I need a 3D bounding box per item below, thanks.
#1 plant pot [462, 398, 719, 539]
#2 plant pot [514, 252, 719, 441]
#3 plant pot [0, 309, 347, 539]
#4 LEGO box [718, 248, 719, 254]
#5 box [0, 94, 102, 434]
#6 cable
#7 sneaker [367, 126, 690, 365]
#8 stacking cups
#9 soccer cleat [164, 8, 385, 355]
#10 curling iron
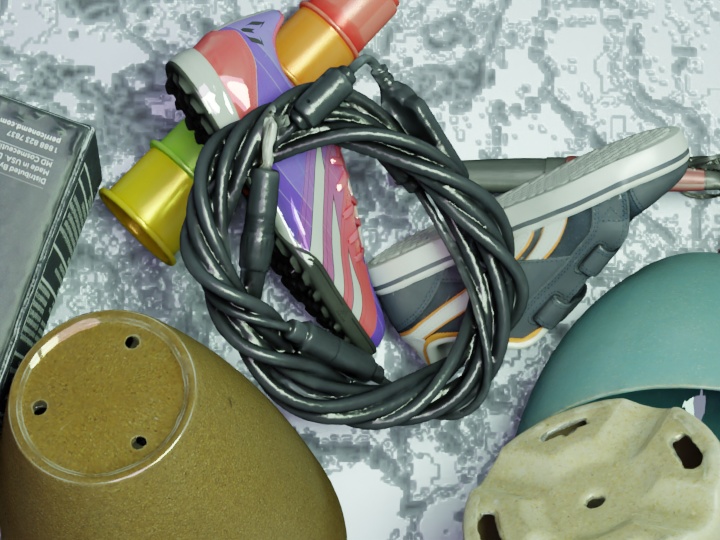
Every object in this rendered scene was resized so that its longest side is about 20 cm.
[{"bbox_3d":[0.140,0.173,1.110,0.199,0.201,0.184,-28,123,-7],"label":"plant pot"},{"bbox_3d":[0.185,0.071,1.212,0.198,0.201,0.136,14,50,-3],"label":"plant pot"},{"bbox_3d":[-0.111,0.107,1.131,0.184,0.201,0.188,-4,59,7],"label":"plant pot"},{"bbox_3d":[0.314,-0.058,1.273,0.148,0.077,0.201,28,84,-2],"label":"LEGO box"},{"bbox_3d":[-0.223,0.011,1.159,0.122,0.200,0.200,19,83,-4],"label":"box"},{"bbox_3d":[0.000,0.000,1.163,0.163,0.051,0.201,-36,104,-21],"label":"cable"},{"bbox_3d":[0.103,-0.010,1.231,0.199,0.078,0.080,-25,97,26],"label":"sneaker"},{"bbox_3d":[-0.061,-0.096,1.259,0.060,0.061,0.200,42,79,0],"label":"stacking cups"},{"bbox_3d":[-0.029,-0.045,1.211,0.073,0.068,0.201,-35,107,-13],"label":"soccer cleat"},{"bbox_3d":[0.118,-0.051,1.276,0.198,0.050,0.026,-1,84,0],"label":"curling iron"}]
